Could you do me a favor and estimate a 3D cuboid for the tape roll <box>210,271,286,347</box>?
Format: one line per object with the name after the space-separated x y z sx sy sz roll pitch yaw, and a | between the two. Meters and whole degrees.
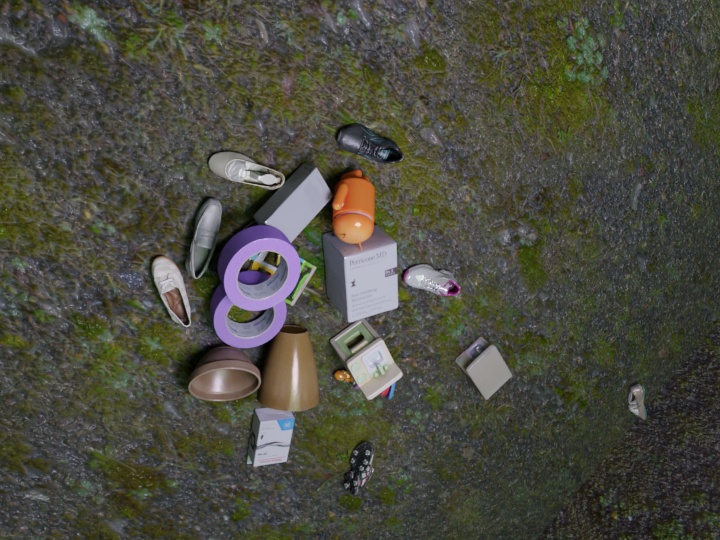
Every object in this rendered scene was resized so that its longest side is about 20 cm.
-0.299 0.105 1.752 0.194 0.066 0.205 -12 126 -17 | tape roll

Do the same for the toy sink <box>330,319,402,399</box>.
0.014 0.253 1.930 0.128 0.200 0.114 -33 126 -7 | toy sink

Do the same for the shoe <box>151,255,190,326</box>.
-0.473 0.056 1.663 0.068 0.053 0.205 -24 123 -15 | shoe

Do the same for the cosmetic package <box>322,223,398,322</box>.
0.000 0.000 1.823 0.160 0.165 0.206 -15 121 -20 | cosmetic package

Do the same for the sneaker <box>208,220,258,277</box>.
-0.296 -0.048 1.663 0.199 0.112 0.074 -40 109 -4 | sneaker

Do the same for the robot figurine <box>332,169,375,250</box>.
-0.019 -0.160 1.719 0.112 0.206 0.145 3 156 -4 | robot figurine

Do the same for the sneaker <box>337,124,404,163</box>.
0.032 -0.330 1.728 0.195 0.079 0.077 9 111 -30 | sneaker

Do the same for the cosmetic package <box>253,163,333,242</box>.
-0.170 -0.165 1.675 0.200 0.073 0.103 -47 129 -17 | cosmetic package

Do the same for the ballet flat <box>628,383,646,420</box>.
1.194 0.573 2.841 0.065 0.069 0.205 -16 118 3 | ballet flat

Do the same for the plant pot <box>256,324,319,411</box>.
-0.199 0.266 1.859 0.181 0.185 0.207 -1 102 -27 | plant pot

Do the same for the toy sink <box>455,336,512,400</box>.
0.413 0.321 2.247 0.130 0.112 0.201 -41 132 -3 | toy sink

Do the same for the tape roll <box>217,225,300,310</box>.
-0.247 -0.005 1.605 0.195 0.066 0.205 -16 128 -21 | tape roll

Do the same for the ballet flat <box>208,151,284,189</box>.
-0.274 -0.242 1.614 0.195 0.069 0.071 10 110 -32 | ballet flat

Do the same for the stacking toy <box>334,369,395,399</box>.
0.011 0.334 2.052 0.193 0.116 0.113 5 111 -17 | stacking toy

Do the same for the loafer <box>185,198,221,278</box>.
-0.385 -0.077 1.633 0.068 0.070 0.205 8 110 -31 | loafer

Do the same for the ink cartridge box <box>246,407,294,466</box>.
-0.275 0.521 2.000 0.113 0.067 0.206 -1 114 -29 | ink cartridge box

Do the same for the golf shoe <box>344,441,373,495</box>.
0.007 0.665 2.238 0.087 0.077 0.205 -3 120 -49 | golf shoe

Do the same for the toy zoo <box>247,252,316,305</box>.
-0.228 0.002 1.790 0.197 0.020 0.133 28 99 -36 | toy zoo

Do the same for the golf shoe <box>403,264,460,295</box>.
0.224 0.034 2.011 0.194 0.092 0.077 6 114 -29 | golf shoe

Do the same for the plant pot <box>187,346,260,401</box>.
-0.370 0.271 1.782 0.194 0.095 0.203 -7 147 -5 | plant pot
